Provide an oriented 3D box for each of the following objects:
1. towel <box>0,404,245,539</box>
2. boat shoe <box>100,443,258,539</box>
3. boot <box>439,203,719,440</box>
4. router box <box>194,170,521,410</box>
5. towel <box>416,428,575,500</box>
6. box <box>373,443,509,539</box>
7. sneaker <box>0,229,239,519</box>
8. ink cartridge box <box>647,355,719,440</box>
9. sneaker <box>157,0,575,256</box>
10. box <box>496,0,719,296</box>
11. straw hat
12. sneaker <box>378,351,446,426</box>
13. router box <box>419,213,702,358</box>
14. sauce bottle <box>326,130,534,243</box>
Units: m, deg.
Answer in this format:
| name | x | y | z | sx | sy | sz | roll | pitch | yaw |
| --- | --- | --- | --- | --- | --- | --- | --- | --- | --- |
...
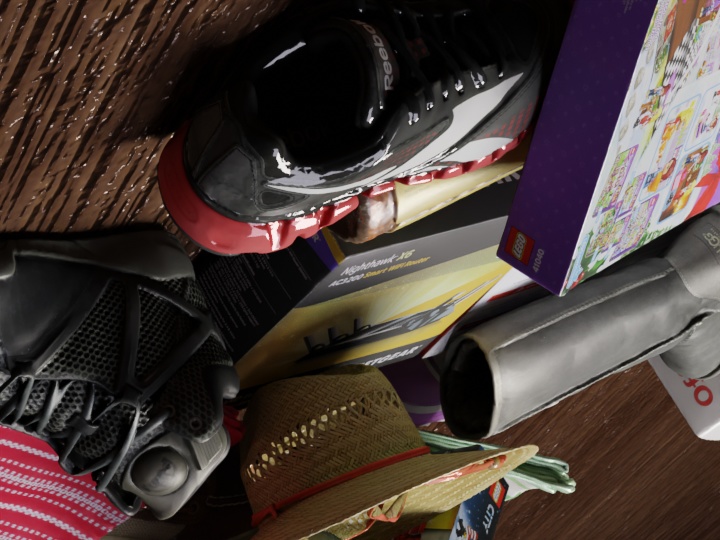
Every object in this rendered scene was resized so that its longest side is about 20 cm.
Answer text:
| name | x | y | z | sx | sy | sz | roll | pitch | yaw |
| --- | --- | --- | --- | --- | --- | --- | --- | --- | --- |
| towel | -0.167 | 0.104 | 1.119 | 0.200 | 0.023 | 0.144 | -38 | 139 | 26 |
| boat shoe | -0.107 | 0.104 | 1.243 | 0.199 | 0.072 | 0.072 | 1 | 131 | -40 |
| boot | 0.137 | 0.048 | 1.371 | 0.199 | 0.073 | 0.182 | -34 | 152 | -21 |
| router box | 0.000 | 0.000 | 1.172 | 0.199 | 0.052 | 0.157 | -15 | 158 | -48 |
| towel | 0.022 | 0.118 | 1.396 | 0.152 | 0.024 | 0.200 | 14 | 166 | -17 |
| box | -0.010 | 0.186 | 1.247 | 0.136 | 0.038 | 0.201 | -12 | -141 | 33 |
| sneaker | -0.122 | 0.048 | 0.973 | 0.076 | 0.115 | 0.199 | -43 | 159 | 30 |
| ink cartridge box | 0.264 | -0.005 | 1.500 | 0.200 | 0.147 | 0.083 | -38 | 163 | 20 |
| sneaker | 0.016 | -0.074 | 0.942 | 0.199 | 0.071 | 0.098 | -25 | 165 | -23 |
| box | 0.133 | -0.099 | 0.992 | 0.137 | 0.039 | 0.201 | -26 | 141 | -46 |
| straw hat | -0.015 | 0.091 | 1.156 | 0.200 | 0.086 | 0.201 | -25 | 170 | -5 |
| sneaker | 0.042 | 0.067 | 1.453 | 0.114 | 0.073 | 0.200 | -31 | 158 | 20 |
| router box | 0.133 | -0.039 | 1.324 | 0.199 | 0.049 | 0.180 | -17 | 159 | -44 |
| sauce bottle | 0.067 | -0.078 | 1.046 | 0.199 | 0.066 | 0.066 | -26 | 164 | -24 |
